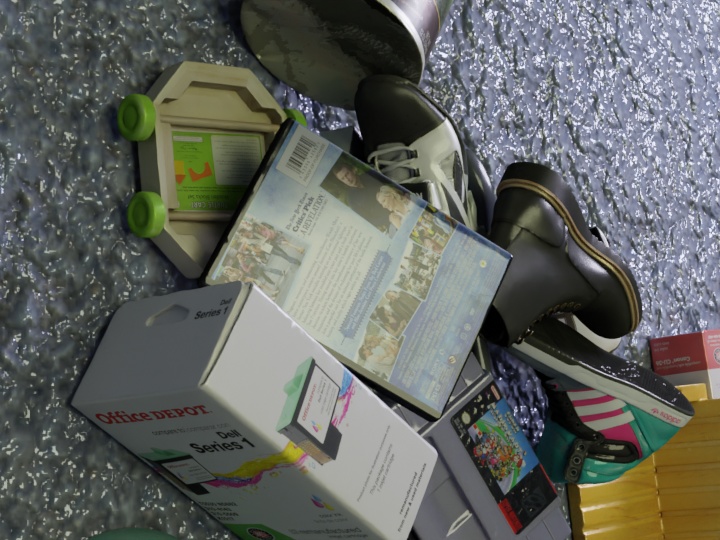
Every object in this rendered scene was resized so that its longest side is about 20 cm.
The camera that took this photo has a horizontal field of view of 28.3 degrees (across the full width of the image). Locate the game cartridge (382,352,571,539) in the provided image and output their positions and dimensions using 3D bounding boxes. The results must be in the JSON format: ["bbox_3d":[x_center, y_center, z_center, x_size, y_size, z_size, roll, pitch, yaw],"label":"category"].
[{"bbox_3d":[0.086,0.171,1.156,0.130,0.038,0.200,-37,109,-21],"label":"game cartridge"}]

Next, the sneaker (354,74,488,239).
[{"bbox_3d":[0.042,-0.052,1.087,0.200,0.074,0.089,64,38,-28],"label":"sneaker"}]

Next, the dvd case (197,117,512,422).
[{"bbox_3d":[0.000,0.000,1.021,0.200,0.018,0.143,31,69,-13],"label":"dvd case"}]

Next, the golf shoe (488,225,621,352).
[{"bbox_3d":[0.193,0.012,1.278,0.200,0.094,0.078,43,53,-32],"label":"golf shoe"}]

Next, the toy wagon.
[{"bbox_3d":[-0.101,-0.049,1.032,0.155,0.040,0.200,-1,83,-45],"label":"toy wagon"}]

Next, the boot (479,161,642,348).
[{"bbox_3d":[0.147,0.029,1.153,0.200,0.077,0.138,46,57,-32],"label":"boot"}]

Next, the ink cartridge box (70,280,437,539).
[{"bbox_3d":[-0.070,0.105,0.954,0.200,0.145,0.084,45,53,-30],"label":"ink cartridge box"}]

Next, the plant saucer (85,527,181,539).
[{"bbox_3d":[-0.139,0.269,0.930,0.200,0.036,0.200,12,73,-43],"label":"plant saucer"}]

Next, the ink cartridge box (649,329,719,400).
[{"bbox_3d":[0.362,0.161,1.436,0.116,0.067,0.200,0,80,-45],"label":"ink cartridge box"}]

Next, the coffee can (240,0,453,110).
[{"bbox_3d":[0.011,-0.245,1.109,0.146,0.146,0.200,43,55,-31],"label":"coffee can"}]

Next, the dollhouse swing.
[{"bbox_3d":[0.314,0.204,1.302,0.182,0.176,0.200,0,82,-45],"label":"dollhouse swing"}]

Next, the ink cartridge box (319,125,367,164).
[{"bbox_3d":[-0.006,-0.002,1.110,0.099,0.039,0.200,33,60,-48],"label":"ink cartridge box"}]

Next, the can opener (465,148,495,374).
[{"bbox_3d":[0.085,0.000,1.189,0.053,0.067,0.200,-7,87,-46],"label":"can opener"}]

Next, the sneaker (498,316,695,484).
[{"bbox_3d":[0.176,0.119,1.234,0.200,0.121,0.084,28,20,-18],"label":"sneaker"}]
